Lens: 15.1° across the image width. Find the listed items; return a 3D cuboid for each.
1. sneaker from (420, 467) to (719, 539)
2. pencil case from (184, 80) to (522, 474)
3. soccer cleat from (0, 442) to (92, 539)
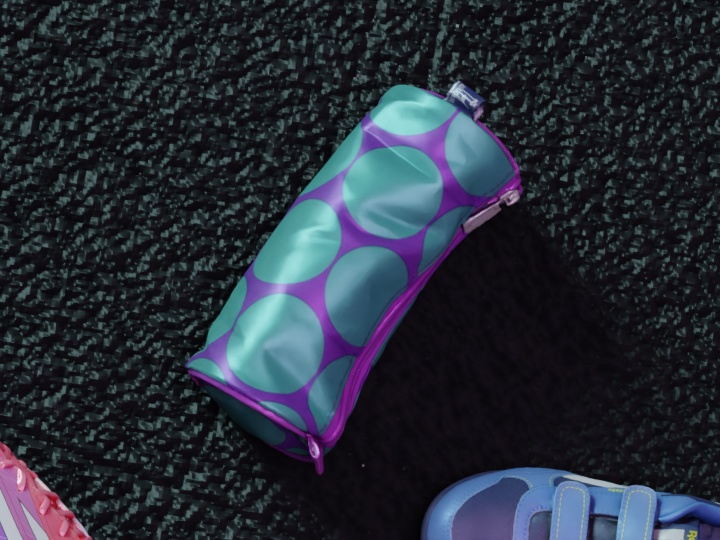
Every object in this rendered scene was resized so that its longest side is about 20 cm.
[{"bbox_3d":[0.131,0.141,1.395,0.199,0.082,0.074,7,82,-11],"label":"sneaker"},{"bbox_3d":[0.000,0.000,1.380,0.092,0.085,0.200,30,75,22],"label":"pencil case"},{"bbox_3d":[-0.178,0.116,1.331,0.200,0.068,0.073,30,72,-6],"label":"soccer cleat"}]
